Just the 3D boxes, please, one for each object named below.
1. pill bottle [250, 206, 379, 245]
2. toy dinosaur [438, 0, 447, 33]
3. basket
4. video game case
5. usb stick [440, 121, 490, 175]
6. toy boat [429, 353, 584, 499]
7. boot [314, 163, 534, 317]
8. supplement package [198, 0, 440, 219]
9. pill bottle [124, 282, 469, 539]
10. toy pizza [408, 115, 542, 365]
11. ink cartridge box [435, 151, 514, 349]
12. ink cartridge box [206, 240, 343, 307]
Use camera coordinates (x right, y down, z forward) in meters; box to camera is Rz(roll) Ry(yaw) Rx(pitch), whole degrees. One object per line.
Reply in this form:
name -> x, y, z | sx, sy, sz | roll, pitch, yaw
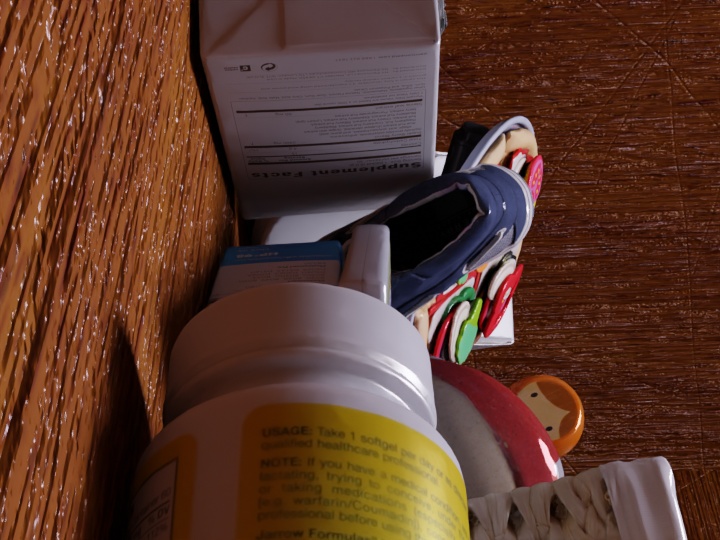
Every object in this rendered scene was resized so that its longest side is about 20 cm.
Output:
pill bottle -> -0.016, -0.023, 1.008 | 0.200, 0.113, 0.114 | -84, 172, -77
toy dinosaur -> -0.009, -0.147, 0.995 | 0.102, 0.135, 0.200 | -92, 179, -48
basket -> 0.084, 0.184, 0.694 | 0.200, 0.123, 0.136 | 86, -4, -65
video game case -> 0.004, 0.080, 0.696 | 0.200, 0.022, 0.183 | -79, 168, -82
usb stick -> 0.053, -0.004, 1.039 | 0.055, 0.032, 0.201 | -81, -173, -73
toy boat -> 0.071, 0.099, 0.868 | 0.200, 0.130, 0.131 | -161, -127, -73
boot -> 0.000, 0.000, 0.841 | 0.073, 0.200, 0.090 | 59, 20, 9
supplement package -> -0.019, -0.124, 0.824 | 0.200, 0.119, 0.122 | 86, 0, -70
pill bottle -> -0.020, 0.108, 0.471 | 0.115, 0.114, 0.200 | 86, 2, -48
toy pizza -> 0.083, -0.006, 1.007 | 0.200, 0.032, 0.201 | -54, 157, -35
ink cartridge box -> 0.025, -0.002, 1.185 | 0.200, 0.083, 0.146 | -12, -103, 51
ink cartridge box -> -0.040, 0.067, 0.721 | 0.200, 0.066, 0.116 | -90, 178, -74
